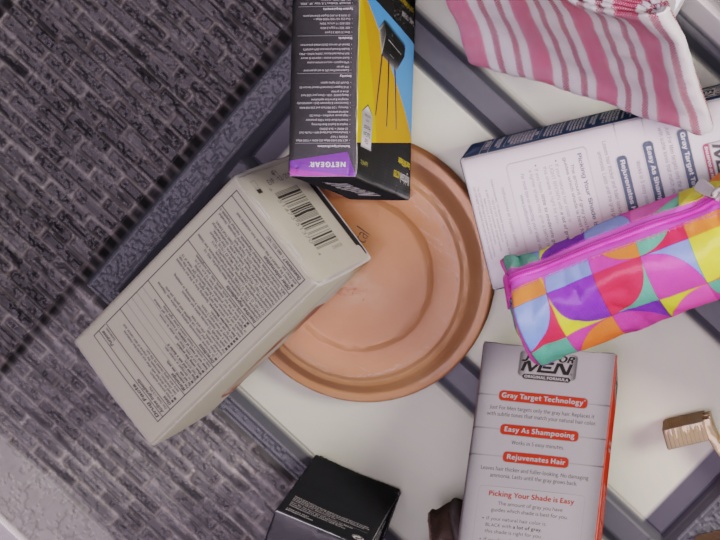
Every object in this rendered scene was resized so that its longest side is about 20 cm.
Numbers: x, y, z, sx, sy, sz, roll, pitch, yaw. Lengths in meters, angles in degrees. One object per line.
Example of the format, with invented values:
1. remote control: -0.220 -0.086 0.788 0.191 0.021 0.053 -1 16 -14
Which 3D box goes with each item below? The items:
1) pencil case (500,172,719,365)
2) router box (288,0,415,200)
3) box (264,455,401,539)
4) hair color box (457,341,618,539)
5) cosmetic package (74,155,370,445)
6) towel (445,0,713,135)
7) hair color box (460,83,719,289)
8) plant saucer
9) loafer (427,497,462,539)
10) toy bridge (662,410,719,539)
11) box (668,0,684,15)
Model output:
1. pencil case: 0.193 -0.006 1.592 0.199 0.088 0.089 -25 96 15
2. router box: -0.004 -0.129 1.592 0.051 0.200 0.151 1 88 12
3. box: -0.047 0.257 1.726 0.078 0.141 0.201 23 105 8
4. hair color box: 0.125 0.157 1.660 0.101 0.061 0.201 5 68 11
5. cosmetic package: -0.101 0.022 1.687 0.200 0.087 0.104 -42 82 30
6. towel: 0.138 -0.156 1.576 0.199 0.146 0.030 21 71 32
7. hair color box: 0.180 -0.060 1.655 0.198 0.061 0.101 -12 101 14
8. plant saucer: 0.000 0.000 1.720 0.199 0.032 0.202 2 101 10
9. loafer: 0.052 0.268 1.743 0.070 0.073 0.202 5 102 9
10. toy bridge: 0.278 0.199 1.707 0.067 0.027 0.201 -14 100 14
11. box: 0.146 -0.252 1.590 0.199 0.124 0.098 30 105 3
